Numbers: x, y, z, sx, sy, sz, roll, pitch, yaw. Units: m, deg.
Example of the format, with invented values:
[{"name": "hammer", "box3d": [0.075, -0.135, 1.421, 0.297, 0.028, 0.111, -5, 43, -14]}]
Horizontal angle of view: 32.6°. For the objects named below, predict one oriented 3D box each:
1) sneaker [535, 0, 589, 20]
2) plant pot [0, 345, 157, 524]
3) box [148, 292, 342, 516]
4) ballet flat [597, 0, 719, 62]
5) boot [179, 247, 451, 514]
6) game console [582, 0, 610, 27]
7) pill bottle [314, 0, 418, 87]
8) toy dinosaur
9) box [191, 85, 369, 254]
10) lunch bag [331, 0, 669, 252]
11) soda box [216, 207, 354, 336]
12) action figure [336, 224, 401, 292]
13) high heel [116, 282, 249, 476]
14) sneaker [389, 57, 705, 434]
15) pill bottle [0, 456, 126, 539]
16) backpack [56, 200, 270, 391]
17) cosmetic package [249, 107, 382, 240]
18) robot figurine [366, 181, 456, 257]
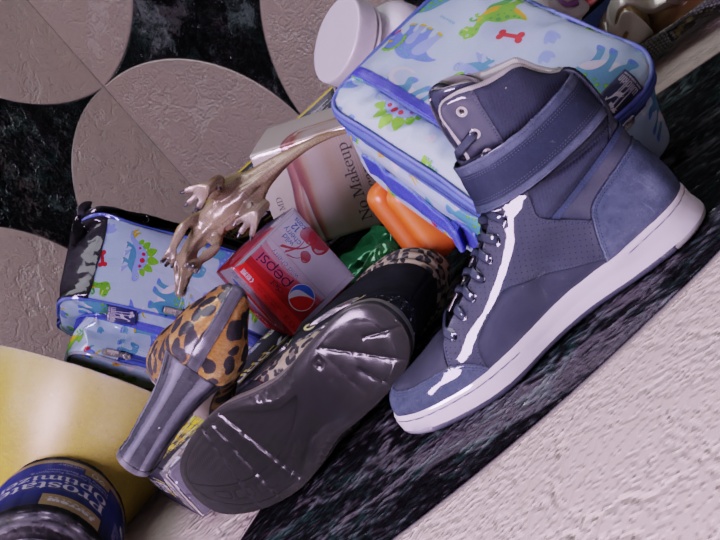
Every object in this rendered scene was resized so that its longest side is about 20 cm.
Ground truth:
[{"name": "sneaker", "box3d": [0.124, -0.208, 1.019, 0.100, 0.074, 0.200, -62, 21, 10]}, {"name": "plant pot", "box3d": [-0.257, 0.166, 1.071, 0.200, 0.198, 0.144, -19, 52, 66]}, {"name": "box", "box3d": [-0.081, 0.101, 0.969, 0.200, 0.049, 0.161, -44, 11, -16]}, {"name": "ballet flat", "box3d": [0.239, -0.217, 0.974, 0.200, 0.072, 0.072, -33, 13, 40]}, {"name": "boot", "box3d": [-0.023, 0.071, 0.832, 0.203, 0.074, 0.154, -43, 2, 26]}, {"name": "game console", "box3d": [0.217, -0.222, 1.091, 0.199, 0.172, 0.119, -40, 49, 10]}, {"name": "pill bottle", "box3d": [0.059, -0.196, 1.196, 0.108, 0.198, 0.110, -28, 56, 52]}, {"name": "toy dinosaur", "box3d": [-0.090, -0.054, 0.908, 0.200, 0.058, 0.101, -41, 5, 17]}, {"name": "box", "box3d": [-0.046, -0.071, 1.254, 0.200, 0.159, 0.050, -40, 42, 16]}, {"name": "lunch bag", "box3d": [0.087, -0.098, 0.805, 0.161, 0.083, 0.200, -42, 49, -10]}, {"name": "soda box", "box3d": [-0.063, 0.003, 0.950, 0.063, 0.070, 0.200, -44, 5, -8]}, {"name": "action figure", "box3d": [0.000, 0.000, 1.067, 0.118, 0.055, 0.200, -43, 6, -14]}, {"name": "high heel", "box3d": [-0.095, 0.040, 0.844, 0.143, 0.071, 0.200, -56, 6, 23]}, {"name": "sneaker", "box3d": [0.061, -0.021, 0.659, 0.202, 0.146, 0.077, -42, 11, 10]}, {"name": "pill bottle", "box3d": [-0.232, 0.214, 0.896, 0.112, 0.112, 0.200, -42, 10, -1]}, {"name": "backpack", "box3d": [-0.173, 0.043, 1.110, 0.183, 0.197, 0.149, 139, 140, -70]}, {"name": "cosmetic package", "box3d": [0.012, -0.101, 1.120, 0.198, 0.104, 0.087, -17, 19, 16]}, {"name": "robot figurine", "box3d": [0.095, -0.098, 0.929, 0.200, 0.116, 0.144, -44, -22, -14]}]
